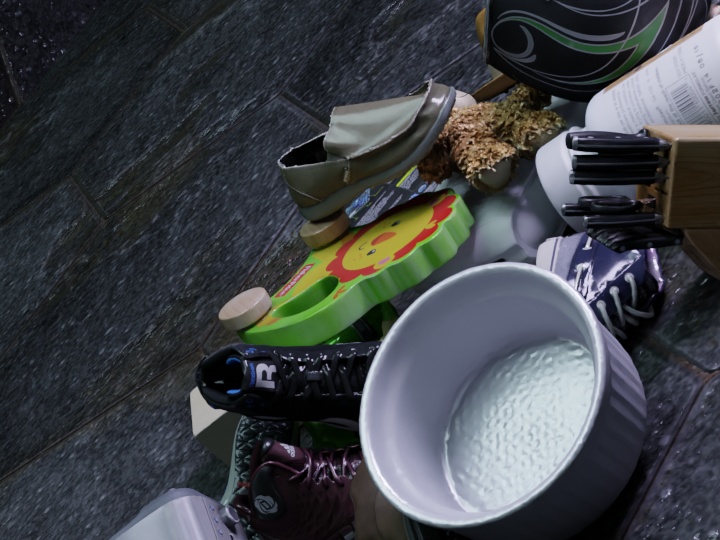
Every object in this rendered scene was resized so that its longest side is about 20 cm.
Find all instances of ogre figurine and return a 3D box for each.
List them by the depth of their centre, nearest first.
[{"bbox_3d":[0.001,0.104,1.793,0.120,0.098,0.200,-30,53,2],"label":"ogre figurine"}]

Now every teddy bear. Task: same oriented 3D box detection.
[{"bbox_3d":[0.107,-0.123,1.846,0.145,0.067,0.200,-35,19,9],"label":"teddy bear"}]

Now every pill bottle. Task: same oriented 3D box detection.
[{"bbox_3d":[0.249,-0.114,1.716,0.200,0.114,0.114,-33,24,27],"label":"pill bottle"}]

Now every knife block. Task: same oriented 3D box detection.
[{"bbox_3d":[0.251,-0.084,1.571,0.200,0.176,0.064,-44,22,-1],"label":"knife block"}]

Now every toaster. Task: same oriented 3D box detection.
[{"bbox_3d":[-0.163,0.281,1.676,0.200,0.114,0.129,-38,53,10],"label":"toaster"}]

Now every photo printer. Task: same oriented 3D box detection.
[{"bbox_3d":[0.129,-0.062,1.898,0.166,0.069,0.200,-20,32,48],"label":"photo printer"}]

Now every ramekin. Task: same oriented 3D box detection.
[{"bbox_3d":[0.108,0.103,1.499,0.200,0.098,0.201,-17,58,29],"label":"ramekin"}]

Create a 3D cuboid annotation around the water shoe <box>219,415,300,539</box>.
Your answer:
[{"bbox_3d":[-0.089,0.214,1.797,0.071,0.079,0.200,13,69,15],"label":"water shoe"}]

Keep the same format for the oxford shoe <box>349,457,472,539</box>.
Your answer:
[{"bbox_3d":[0.041,0.204,1.570,0.084,0.073,0.200,-57,26,17],"label":"oxford shoe"}]

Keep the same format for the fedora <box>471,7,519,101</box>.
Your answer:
[{"bbox_3d":[0.171,-0.238,2.054,0.201,0.082,0.201,-30,1,1],"label":"fedora"}]

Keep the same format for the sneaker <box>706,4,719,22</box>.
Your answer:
[{"bbox_3d":[0.263,-0.178,1.893,0.200,0.067,0.090,-8,47,59],"label":"sneaker"}]

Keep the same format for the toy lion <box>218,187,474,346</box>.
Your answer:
[{"bbox_3d":[0.000,0.000,1.822,0.192,0.069,0.200,-9,30,49],"label":"toy lion"}]

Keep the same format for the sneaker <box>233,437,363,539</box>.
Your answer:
[{"bbox_3d":[-0.021,0.162,1.683,0.200,0.116,0.076,-37,22,19],"label":"sneaker"}]

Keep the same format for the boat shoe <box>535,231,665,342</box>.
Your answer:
[{"bbox_3d":[0.185,0.036,1.617,0.093,0.075,0.200,-19,39,23],"label":"boat shoe"}]

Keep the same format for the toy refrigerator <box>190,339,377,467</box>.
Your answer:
[{"bbox_3d":[-0.062,0.097,1.953,0.200,0.070,0.076,-39,28,15],"label":"toy refrigerator"}]

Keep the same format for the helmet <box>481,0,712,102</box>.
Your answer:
[{"bbox_3d":[0.206,-0.242,1.782,0.191,0.200,0.200,7,34,4],"label":"helmet"}]

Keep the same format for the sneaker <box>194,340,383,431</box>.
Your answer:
[{"bbox_3d":[-0.043,0.093,1.691,0.200,0.112,0.073,-7,79,29],"label":"sneaker"}]

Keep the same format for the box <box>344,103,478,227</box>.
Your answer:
[{"bbox_3d":[0.059,-0.087,2.108,0.200,0.048,0.193,-48,19,-9],"label":"box"}]

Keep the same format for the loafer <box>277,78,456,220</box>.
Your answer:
[{"bbox_3d":[0.001,-0.113,1.838,0.200,0.070,0.075,-33,23,33],"label":"loafer"}]
